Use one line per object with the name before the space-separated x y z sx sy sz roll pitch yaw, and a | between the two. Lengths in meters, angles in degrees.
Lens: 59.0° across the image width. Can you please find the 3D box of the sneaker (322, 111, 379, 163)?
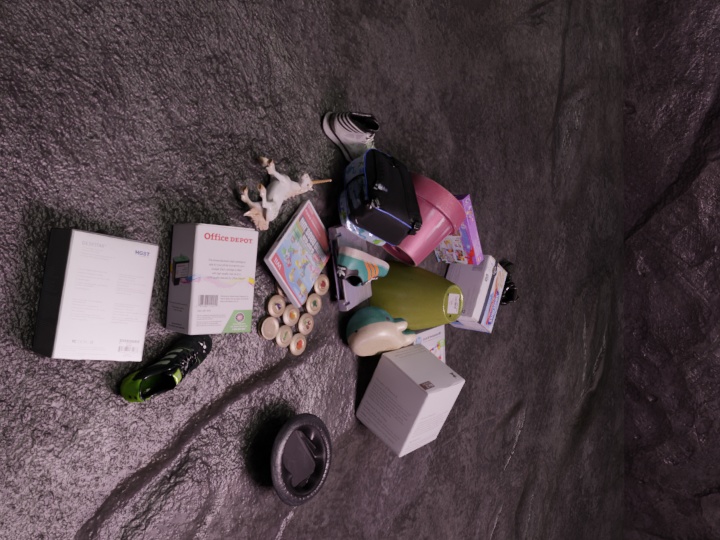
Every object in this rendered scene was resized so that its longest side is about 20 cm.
sneaker | 0.009 -0.301 1.490 0.200 0.115 0.076 36 67 -45

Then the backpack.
backpack | 0.036 -0.170 1.487 0.182 0.147 0.201 23 49 -36

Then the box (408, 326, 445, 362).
box | 0.184 0.263 1.806 0.155 0.041 0.202 -11 101 -48

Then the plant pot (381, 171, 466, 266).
plant pot | 0.139 -0.119 1.619 0.180 0.199 0.200 -55 133 -9

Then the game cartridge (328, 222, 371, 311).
game cartridge | -0.024 -0.017 1.528 0.130 0.038 0.202 -31 117 -60

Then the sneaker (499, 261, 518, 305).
sneaker | 0.481 0.047 2.076 0.199 0.114 0.077 -46 128 -38

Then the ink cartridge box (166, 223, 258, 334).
ink cartridge box | -0.280 0.015 1.208 0.144 0.084 0.202 3 92 -49

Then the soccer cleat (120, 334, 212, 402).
soccer cleat | -0.339 0.180 1.158 0.200 0.081 0.068 -35 119 -42

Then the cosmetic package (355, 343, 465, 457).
cosmetic package | 0.123 0.319 1.593 0.164 0.165 0.201 -6 126 -49

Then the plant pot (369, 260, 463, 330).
plant pot | 0.157 0.073 1.633 0.186 0.199 0.189 -6 98 -49

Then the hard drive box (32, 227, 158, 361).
hard drive box | -0.430 0.042 1.043 0.155 0.076 0.202 13 84 -49

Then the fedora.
fedora | -0.150 0.405 1.391 0.200 0.091 0.203 -7 99 -49

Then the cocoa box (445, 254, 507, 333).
cocoa box | 0.330 0.065 1.884 0.131 0.133 0.201 35 68 -46

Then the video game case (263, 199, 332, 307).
video game case | -0.129 -0.039 1.403 0.144 0.017 0.201 61 41 -33

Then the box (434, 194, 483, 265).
box | 0.259 -0.114 1.782 0.039 0.136 0.201 -39 122 -39

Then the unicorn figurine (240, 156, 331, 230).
unicorn figurine | -0.173 -0.170 1.335 0.200 0.074 0.138 -52 140 -14

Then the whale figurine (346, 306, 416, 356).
whale figurine | 0.050 0.149 1.578 0.199 0.159 0.104 13 50 -46

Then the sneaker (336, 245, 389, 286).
sneaker | 0.000 0.000 1.481 0.200 0.071 0.081 21 85 -59

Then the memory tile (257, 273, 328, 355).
memory tile | -0.146 0.077 1.422 0.153 0.017 0.201 38 66 -44
